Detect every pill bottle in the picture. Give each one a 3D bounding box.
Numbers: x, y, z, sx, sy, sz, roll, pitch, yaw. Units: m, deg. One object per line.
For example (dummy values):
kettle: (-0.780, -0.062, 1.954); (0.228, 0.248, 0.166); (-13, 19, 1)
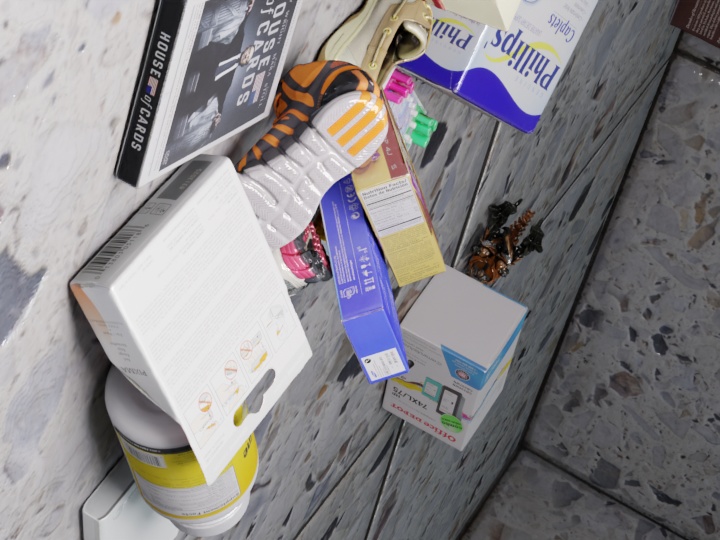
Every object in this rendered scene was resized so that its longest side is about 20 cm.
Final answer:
pill bottle: (-0.146, 0.145, 1.274); (0.113, 0.111, 0.201); (-54, 157, -28)

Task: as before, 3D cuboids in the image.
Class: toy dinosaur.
toy dinosaur: (0.221, -0.042, 2.373); (0.136, 0.101, 0.202); (124, -14, -49)

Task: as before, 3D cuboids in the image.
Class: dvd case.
dvd case: (-0.102, -0.157, 1.102); (0.200, 0.025, 0.152); (-39, 153, -57)

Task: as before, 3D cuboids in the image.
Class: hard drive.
hard drive: (-0.213, 0.235, 1.414); (0.132, 0.026, 0.201); (-52, 163, -37)

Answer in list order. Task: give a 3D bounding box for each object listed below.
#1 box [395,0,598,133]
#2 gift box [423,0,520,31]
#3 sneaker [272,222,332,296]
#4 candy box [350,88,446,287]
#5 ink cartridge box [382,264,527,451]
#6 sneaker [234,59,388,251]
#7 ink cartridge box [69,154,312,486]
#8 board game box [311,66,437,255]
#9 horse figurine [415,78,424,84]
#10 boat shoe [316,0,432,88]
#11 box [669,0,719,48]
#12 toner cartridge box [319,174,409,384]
box: (0.143, -0.264, 1.518); (0.183, 0.104, 0.202); (16, 102, -57)
gift box: (0.063, -0.285, 1.120); (0.187, 0.182, 0.203); (34, 74, -77)
sneaker: (-0.074, -0.015, 1.383); (0.074, 0.081, 0.200); (-27, 179, 6)
candy box: (0.027, -0.083, 1.444); (0.056, 0.118, 0.201); (-18, 151, 4)
ink cartridge box: (0.137, 0.130, 2.215); (0.146, 0.145, 0.201); (-52, 162, -38)
sneaker: (-0.063, -0.095, 1.241); (0.199, 0.078, 0.112); (-36, -148, 10)
ink cartridge box: (-0.124, 0.037, 1.159); (0.163, 0.050, 0.202); (-51, 135, -38)
board game box: (0.016, -0.103, 1.612); (0.202, 0.026, 0.200); (-62, 165, -3)
horse figurine: (0.134, -0.295, 1.639); (0.200, 0.049, 0.134); (-44, 149, -45)
boat shoe: (0.031, -0.219, 1.373); (0.201, 0.066, 0.074); (-54, 164, -30)
box: (0.781, -0.572, 3.114); (0.166, 0.198, 0.165); (-49, 161, -41)
toner cartridge box: (0.000, 0.000, 1.424); (0.202, 0.043, 0.096); (-101, 173, -45)
